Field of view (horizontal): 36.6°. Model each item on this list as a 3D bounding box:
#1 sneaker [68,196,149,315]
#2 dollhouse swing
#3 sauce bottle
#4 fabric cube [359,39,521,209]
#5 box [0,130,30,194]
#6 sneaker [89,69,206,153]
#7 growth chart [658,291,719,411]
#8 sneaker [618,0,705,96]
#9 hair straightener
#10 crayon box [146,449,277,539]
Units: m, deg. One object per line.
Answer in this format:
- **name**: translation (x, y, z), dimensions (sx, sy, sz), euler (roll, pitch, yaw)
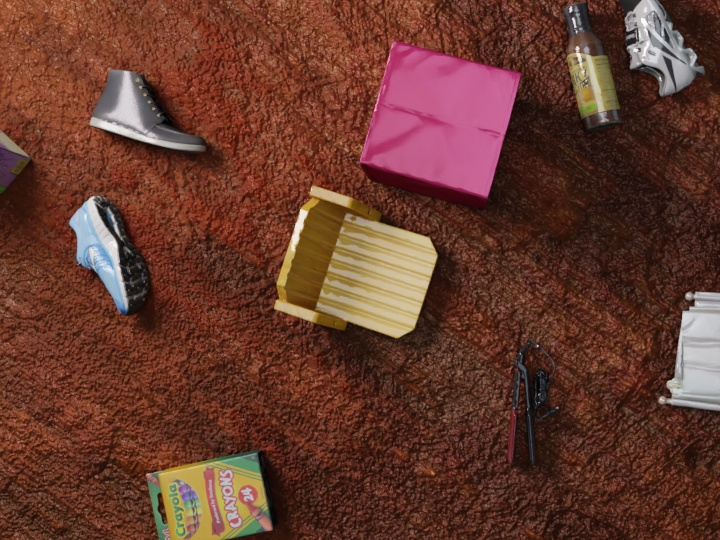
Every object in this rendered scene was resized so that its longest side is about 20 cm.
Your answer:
- **sneaker**: translation (-0.416, -0.017, 1.788), dimensions (0.090, 0.078, 0.201), euler (-26, 83, 22)
- **dollhouse swing**: translation (0.000, 0.000, 1.705), dimensions (0.175, 0.182, 0.201), euler (18, 89, 25)
- **sauce bottle**: translation (0.364, -0.324, 1.736), dimensions (0.064, 0.065, 0.201), euler (-13, 85, 4)
- **fabric cube**: translation (0.125, -0.219, 1.683), dimensions (0.198, 0.196, 0.201), euler (16, 90, 6)
- **box**: translation (-0.661, -0.221, 1.749), dimensions (0.200, 0.176, 0.097), euler (41, 91, 4)
- **sneaker**: translation (-0.337, -0.259, 1.776), dimensions (0.199, 0.075, 0.107), euler (17, 92, 6)
- **growth chart**: translation (0.564, 0.129, 1.727), dimensions (0.144, 0.018, 0.201), euler (12, 89, 4)
- **sneaker**: translation (0.451, -0.366, 1.725), dimensions (0.088, 0.074, 0.200), euler (-35, 86, 0)
- **hair straightener**: translation (0.278, 0.212, 1.740), dimensions (0.076, 0.041, 0.201), euler (4, 84, 4)
- **crayon box**: translation (-0.245, 0.374, 1.761), dimensions (0.199, 0.051, 0.128), euler (-13, 88, 4)
